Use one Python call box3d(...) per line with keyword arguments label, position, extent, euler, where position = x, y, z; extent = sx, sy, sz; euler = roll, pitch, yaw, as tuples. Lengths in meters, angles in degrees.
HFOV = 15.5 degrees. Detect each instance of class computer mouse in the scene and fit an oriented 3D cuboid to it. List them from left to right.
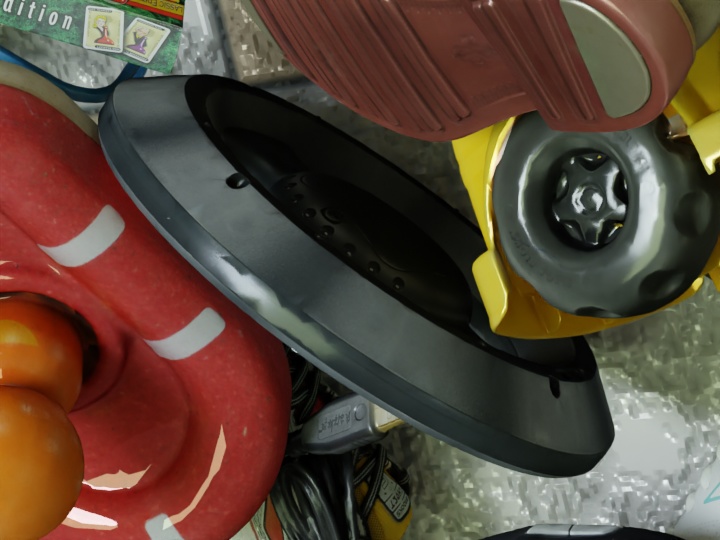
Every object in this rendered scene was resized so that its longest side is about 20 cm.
box3d(label="computer mouse", position=(0.054, 0.094, 0.881), extent=(0.200, 0.046, 0.141), euler=(-17, 100, 49))

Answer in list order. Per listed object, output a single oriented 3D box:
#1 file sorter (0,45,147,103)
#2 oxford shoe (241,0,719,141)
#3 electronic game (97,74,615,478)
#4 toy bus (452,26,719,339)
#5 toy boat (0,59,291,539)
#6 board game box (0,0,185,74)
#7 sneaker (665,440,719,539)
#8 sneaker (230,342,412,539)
box3d(label="file sorter", position=(-0.162, -0.049, 0.975), extent=(0.122, 0.139, 0.200), euler=(29, 124, -4))
box3d(label="oxford shoe", position=(0.038, -0.085, 0.768), extent=(0.200, 0.075, 0.071), euler=(13, 144, 50))
box3d(label="electronic game", position=(0.000, 0.000, 0.865), extent=(0.200, 0.200, 0.042), euler=(39, 105, 14))
box3d(label="toy bus", position=(0.111, -0.095, 0.812), extent=(0.200, 0.135, 0.193), euler=(-30, 74, 35))
box3d(label="toy boat", position=(-0.111, 0.036, 0.863), extent=(0.130, 0.131, 0.200), euler=(-28, 127, 26))
box3d(label="board game box", position=(-0.153, -0.128, 0.879), extent=(0.199, 0.105, 0.024), euler=(16, 127, -13))
box3d(label="sneaker", position=(0.145, 0.083, 0.891), extent=(0.200, 0.070, 0.081), euler=(-33, 73, 34))
box3d(label="sneaker", position=(-0.019, 0.069, 0.983), extent=(0.082, 0.078, 0.201), euler=(0, 117, 28))
